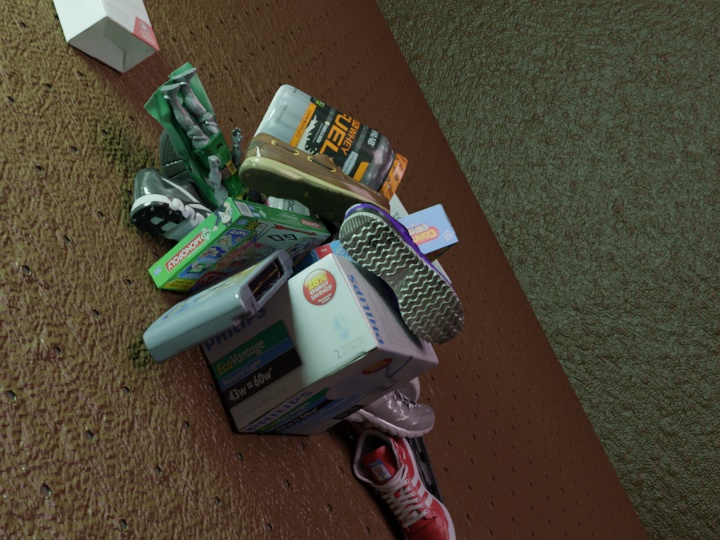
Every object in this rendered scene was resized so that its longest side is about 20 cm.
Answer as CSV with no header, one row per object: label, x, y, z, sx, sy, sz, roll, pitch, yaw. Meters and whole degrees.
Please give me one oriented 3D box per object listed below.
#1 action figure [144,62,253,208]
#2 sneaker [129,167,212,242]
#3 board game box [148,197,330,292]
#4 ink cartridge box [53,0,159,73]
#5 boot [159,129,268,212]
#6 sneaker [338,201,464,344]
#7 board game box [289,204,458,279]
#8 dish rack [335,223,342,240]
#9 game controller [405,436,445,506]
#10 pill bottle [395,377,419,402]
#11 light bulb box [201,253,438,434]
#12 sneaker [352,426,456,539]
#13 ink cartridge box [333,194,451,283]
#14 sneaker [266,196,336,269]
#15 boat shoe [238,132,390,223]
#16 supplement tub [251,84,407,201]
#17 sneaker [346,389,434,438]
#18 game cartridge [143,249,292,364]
action figure,-0.177,-0.141,1.264,0.200,0.055,0.118,63,36,-27
sneaker,-0.203,-0.064,1.260,0.200,0.066,0.091,36,32,-51
board game box,-0.136,-0.022,1.230,0.029,0.135,0.200,57,21,20
ink cartridge box,-0.343,-0.367,1.347,0.116,0.067,0.200,25,40,-63
boot,-0.185,-0.112,1.380,0.200,0.073,0.151,61,17,-12
sneaker,0.052,-0.006,1.226,0.200,0.069,0.100,51,14,-19
board game box,0.000,0.000,1.384,0.056,0.200,0.196,65,-26,9
dish rack,-0.073,-0.114,1.563,0.172,0.044,0.200,39,-6,-3
game controller,0.083,0.295,1.538,0.104,0.042,0.200,54,15,-53
pill bottle,0.020,0.114,1.542,0.112,0.112,0.200,48,20,-37
light bulb box,-0.044,0.095,1.235,0.125,0.198,0.200,64,17,19
sneaker,0.055,0.300,1.411,0.200,0.071,0.112,61,11,28
ink cartridge box,0.034,-0.025,1.732,0.200,0.145,0.088,58,-3,-9
sneaker,-0.074,-0.039,1.480,0.200,0.087,0.074,75,18,-60
boat shoe,-0.049,-0.113,1.286,0.200,0.072,0.068,20,62,-19
supplement tub,-0.045,-0.155,1.420,0.200,0.123,0.123,27,24,-8
sneaker,0.030,0.169,1.409,0.200,0.082,0.075,20,5,-36
game cartridge,-0.153,0.037,1.120,0.200,0.133,0.042,-57,124,-73
